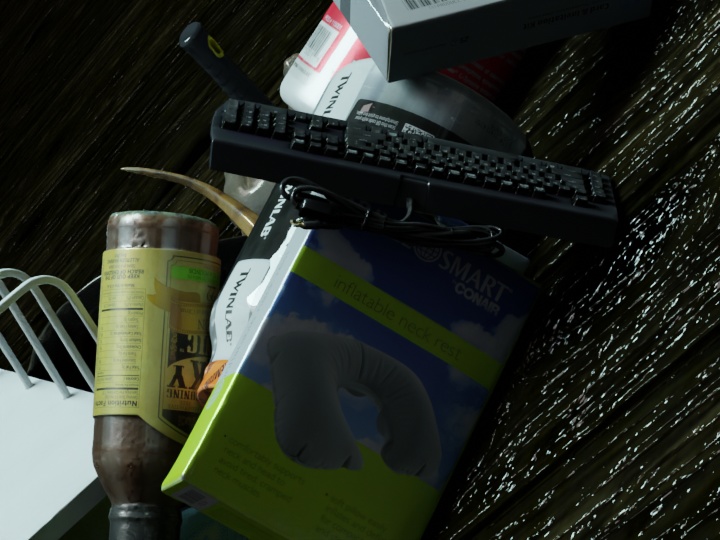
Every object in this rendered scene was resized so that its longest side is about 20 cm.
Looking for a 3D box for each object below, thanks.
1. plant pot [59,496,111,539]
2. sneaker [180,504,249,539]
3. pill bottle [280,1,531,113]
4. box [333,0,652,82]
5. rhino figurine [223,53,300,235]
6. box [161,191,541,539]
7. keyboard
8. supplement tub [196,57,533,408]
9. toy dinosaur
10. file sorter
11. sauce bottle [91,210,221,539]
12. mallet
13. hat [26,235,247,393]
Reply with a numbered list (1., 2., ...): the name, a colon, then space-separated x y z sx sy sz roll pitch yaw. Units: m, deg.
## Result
1. plant pot: -0.201 0.188 1.701 0.193 0.200 0.200 -50 12 -15
2. sneaker: -0.072 0.098 1.607 0.078 0.090 0.200 -48 18 36
3. pill bottle: 0.050 -0.155 1.682 0.200 0.112 0.112 -56 15 5
4. box: 0.044 -0.192 1.553 0.041 0.156 0.200 95 152 -45
5. rhino figurine: -0.027 -0.101 1.925 0.200 0.060 0.088 -51 30 21
6. box: 0.002 0.047 1.409 0.200 0.122 0.048 -63 11 -19
7. keyboard: 0.025 -0.042 1.384 0.127 0.199 0.021 -87 8 -63
8. supplement tub: 0.000 0.000 1.512 0.200 0.122 0.123 -63 15 -20
9. toy dinosaur: -0.037 -0.003 1.639 0.060 0.106 0.200 -49 55 11
10. file sorter: -0.230 0.073 1.601 0.139 0.125 0.200 -42 26 -24
11. sauce bottle: -0.109 0.071 1.521 0.065 0.065 0.201 166 108 -69
12. mallet: -0.031 -0.055 1.590 0.041 0.200 0.066 -28 36 31
13. hat: -0.098 0.056 1.730 0.201 0.200 0.081 -48 60 35
